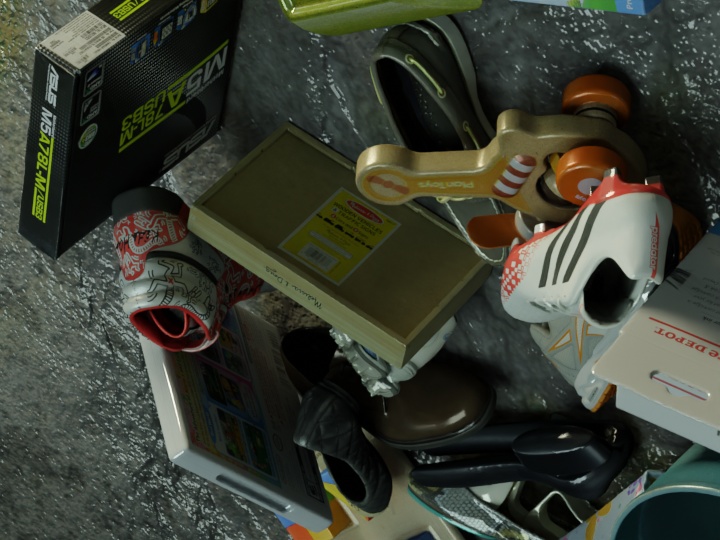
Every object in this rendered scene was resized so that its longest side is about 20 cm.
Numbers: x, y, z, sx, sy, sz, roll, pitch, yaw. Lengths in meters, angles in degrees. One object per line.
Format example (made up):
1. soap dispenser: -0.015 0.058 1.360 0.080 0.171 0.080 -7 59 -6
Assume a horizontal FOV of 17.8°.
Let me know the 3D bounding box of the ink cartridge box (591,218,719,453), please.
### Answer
1. ink cartridge box: 0.240 0.052 1.474 0.115 0.200 0.067 23 136 27

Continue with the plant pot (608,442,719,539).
1. plant pot: 0.297 0.171 1.534 0.199 0.188 0.201 25 137 26

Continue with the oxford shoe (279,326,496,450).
1. oxford shoe: 0.015 0.088 1.801 0.199 0.073 0.085 9 152 35

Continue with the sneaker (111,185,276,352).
1. sneaker: -0.118 0.017 1.765 0.067 0.109 0.201 -18 155 27

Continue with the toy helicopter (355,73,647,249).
1. toy helicopter: 0.096 -0.061 1.571 0.198 0.079 0.133 0 144 11

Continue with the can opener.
1. can opener: 0.122 0.138 1.768 0.199 0.064 0.079 -5 136 44

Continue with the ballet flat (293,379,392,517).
1. ballet flat: -0.019 0.148 1.818 0.066 0.057 0.200 30 162 26

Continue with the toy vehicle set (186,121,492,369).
1. toy vehicle set: -0.014 -0.022 1.709 0.199 0.124 0.027 33 139 17

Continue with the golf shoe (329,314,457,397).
1. golf shoe: 0.000 0.000 1.768 0.201 0.097 0.078 54 179 26

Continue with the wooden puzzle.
1. wooden puzzle: 0.004 0.225 1.967 0.200 0.046 0.185 51 141 -5

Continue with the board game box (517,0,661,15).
1. board game box: 0.095 -0.247 1.485 0.199 0.037 0.152 12 130 37

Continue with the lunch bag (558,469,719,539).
1. lunch bag: 0.250 0.244 1.690 0.199 0.128 0.170 21 146 -14

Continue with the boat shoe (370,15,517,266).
1. boat shoe: 0.063 -0.085 1.634 0.072 0.060 0.203 -2 121 44

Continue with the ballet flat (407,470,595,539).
1. ballet flat: 0.131 0.191 1.818 0.199 0.072 0.072 31 139 20

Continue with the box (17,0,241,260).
1. box: -0.167 -0.132 1.697 0.047 0.200 0.194 32 139 19

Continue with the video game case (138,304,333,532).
1. video game case: -0.104 0.093 1.802 0.024 0.201 0.182 -35 140 21

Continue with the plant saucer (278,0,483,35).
1. plant saucer: -0.027 -0.246 1.546 0.199 0.048 0.201 -1 119 59

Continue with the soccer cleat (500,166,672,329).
1. soccer cleat: 0.146 0.006 1.518 0.068 0.086 0.200 10 154 -21

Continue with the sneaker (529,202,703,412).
1. sneaker: 0.168 0.014 1.614 0.092 0.076 0.201 40 140 16
